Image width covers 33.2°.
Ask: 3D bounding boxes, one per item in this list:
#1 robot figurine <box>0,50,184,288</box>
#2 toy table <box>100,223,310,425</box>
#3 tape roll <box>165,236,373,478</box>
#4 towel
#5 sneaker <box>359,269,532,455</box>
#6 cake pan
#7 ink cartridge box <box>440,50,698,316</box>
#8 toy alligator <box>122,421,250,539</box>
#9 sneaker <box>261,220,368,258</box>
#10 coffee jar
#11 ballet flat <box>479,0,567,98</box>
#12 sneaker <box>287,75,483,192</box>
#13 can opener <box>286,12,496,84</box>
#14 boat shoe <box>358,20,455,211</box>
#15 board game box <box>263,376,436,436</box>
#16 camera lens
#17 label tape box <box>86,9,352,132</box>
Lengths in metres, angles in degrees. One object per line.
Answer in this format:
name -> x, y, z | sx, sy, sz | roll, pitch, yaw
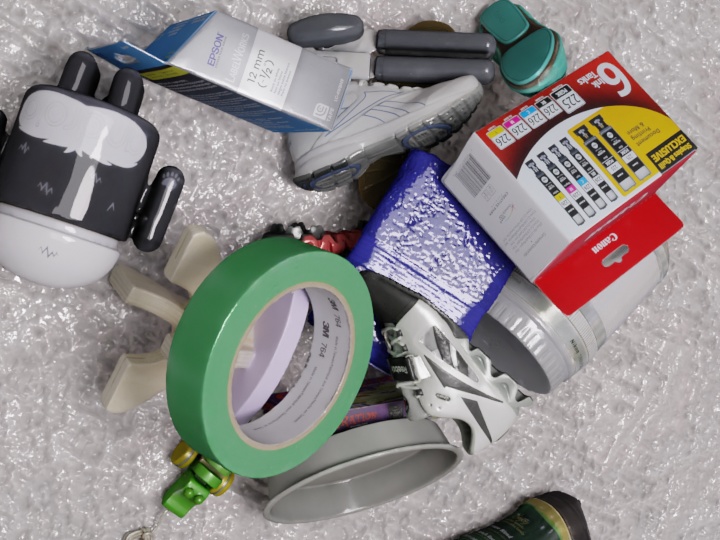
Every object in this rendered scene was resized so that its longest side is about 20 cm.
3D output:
robot figurine -> -0.248, -0.084, 1.045 | 0.125, 0.150, 0.200 | 23, 83, -58
toy table -> -0.143, 0.052, 1.087 | 0.117, 0.184, 0.200 | 19, 94, -39
tape roll -> -0.072, 0.073, 1.016 | 0.200, 0.048, 0.200 | -24, 123, -42
towel -> 0.058, 0.003, 1.146 | 0.148, 0.050, 0.200 | 33, 83, -10
sneaker -> 0.058, 0.085, 1.081 | 0.200, 0.074, 0.089 | 43, 80, -7
cake pan -> -0.001, 0.192, 1.160 | 0.200, 0.200, 0.037 | -7, 65, -24
ink cartridge box -> 0.210, -0.083, 1.121 | 0.200, 0.084, 0.176 | -34, 78, -32
toy alligator -> -0.152, 0.196, 1.153 | 0.059, 0.054, 0.200 | 43, 77, -22
sneaker -> 0.000, 0.000, 1.195 | 0.200, 0.071, 0.098 | -3, 96, -22
coffee jar -> 0.157, 0.316, 1.292 | 0.200, 0.085, 0.104 | -22, 104, -22
ballet flat -> 0.170, -0.208, 1.191 | 0.067, 0.200, 0.070 | -36, 119, 12
sneaker -> 0.018, -0.148, 1.151 | 0.200, 0.075, 0.087 | -21, 74, 4
can opener -> 0.030, -0.212, 1.156 | 0.200, 0.067, 0.053 | 3, 79, 4
boat shoe -> 0.049, -0.151, 1.214 | 0.073, 0.063, 0.201 | 13, 83, 10
board game box -> 0.017, 0.129, 1.189 | 0.200, 0.120, 0.032 | -7, 93, -25
camera lens -> 0.204, 0.006, 1.240 | 0.200, 0.160, 0.160 | -45, 111, -14
label tape box -> -0.127, -0.186, 1.076 | 0.200, 0.143, 0.066 | 22, 86, -25
